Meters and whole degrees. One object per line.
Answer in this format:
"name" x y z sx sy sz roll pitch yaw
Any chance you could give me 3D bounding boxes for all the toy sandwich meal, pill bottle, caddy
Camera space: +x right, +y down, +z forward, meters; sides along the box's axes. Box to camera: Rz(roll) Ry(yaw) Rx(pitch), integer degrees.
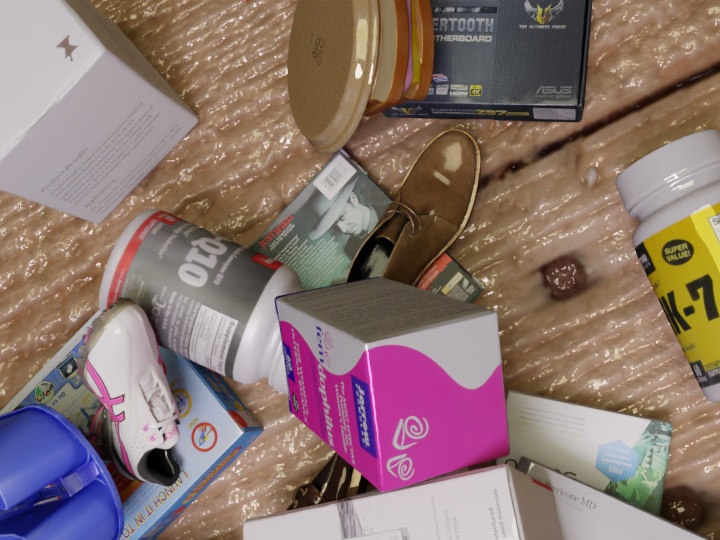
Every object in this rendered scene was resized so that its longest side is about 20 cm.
"toy sandwich meal" -0.006 -0.205 0.787 0.069 0.205 0.208 1 79 -26
"pill bottle" 0.296 -0.005 0.693 0.113 0.114 0.202 -24 76 9
"caddy" -0.286 0.194 0.738 0.199 0.105 0.143 -20 100 44
"pill bottle" -0.124 0.032 0.766 0.198 0.114 0.115 23 87 5

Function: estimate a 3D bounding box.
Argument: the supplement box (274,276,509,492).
"supplement box" 0.015 0.072 0.623 0.102 0.200 0.103 -11 100 -22

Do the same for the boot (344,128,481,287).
"boot" 0.048 -0.043 0.762 0.073 0.075 0.202 29 89 18

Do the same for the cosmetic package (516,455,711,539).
"cosmetic package" 0.195 0.260 0.668 0.198 0.052 0.152 24 86 3

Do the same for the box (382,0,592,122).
"box" 0.119 -0.228 0.805 0.197 0.051 0.160 5 82 15

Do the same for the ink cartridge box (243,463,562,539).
"ink cartridge box" 0.036 0.206 0.601 0.198 0.146 0.084 -17 66 19

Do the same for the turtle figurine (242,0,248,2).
"turtle figurine" -0.145 -0.365 0.887 0.199 0.064 0.162 38 85 25

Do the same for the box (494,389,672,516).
"box" 0.182 0.217 0.729 0.142 0.036 0.203 9 86 15

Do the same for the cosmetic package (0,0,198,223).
"cosmetic package" -0.301 -0.175 0.827 0.165 0.200 0.165 -43 74 4

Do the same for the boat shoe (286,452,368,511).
"boat shoe" -0.035 0.229 0.764 0.069 0.070 0.203 13 85 11

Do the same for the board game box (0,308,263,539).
"board game box" -0.232 0.153 0.834 0.200 0.056 0.196 -44 74 4

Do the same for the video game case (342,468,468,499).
"video game case" 0.021 0.281 0.712 0.197 0.023 0.185 -16 88 4

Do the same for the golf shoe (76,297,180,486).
"golf shoe" -0.187 0.107 0.723 0.091 0.202 0.073 25 45 16

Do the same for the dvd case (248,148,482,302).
"dvd case" 0.000 0.000 0.817 0.200 0.022 0.146 45 94 15
